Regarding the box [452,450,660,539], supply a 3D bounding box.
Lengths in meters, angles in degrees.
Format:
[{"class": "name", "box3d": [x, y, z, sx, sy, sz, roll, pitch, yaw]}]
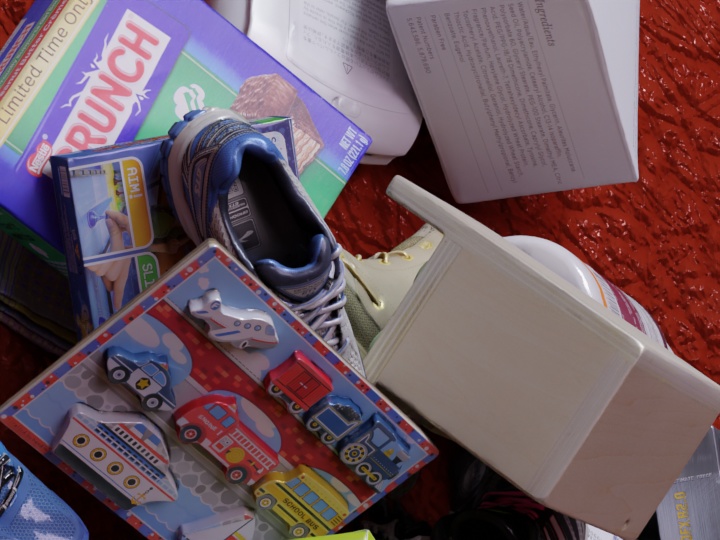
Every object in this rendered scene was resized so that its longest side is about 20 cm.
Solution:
[{"class": "box", "box3d": [0.150, 0.209, 1.647, 0.199, 0.043, 0.161, 19, 57, -36]}]

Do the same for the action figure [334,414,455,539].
[{"class": "action figure", "box3d": [0.007, 0.154, 1.499, 0.199, 0.102, 0.119, 17, 39, -34]}]

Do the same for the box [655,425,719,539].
[{"class": "box", "box3d": [0.246, 0.197, 1.658, 0.200, 0.048, 0.159, 29, 51, -64]}]

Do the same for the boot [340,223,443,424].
[{"class": "boot", "box3d": [0.000, 0.000, 1.596, 0.200, 0.073, 0.155, 55, 43, -8]}]

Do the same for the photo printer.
[{"class": "photo printer", "box3d": [-0.030, -0.172, 1.661, 0.166, 0.069, 0.201, 23, 55, -36]}]

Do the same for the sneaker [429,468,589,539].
[{"class": "sneaker", "box3d": [0.085, 0.158, 1.462, 0.200, 0.073, 0.088, -66, 151, -48]}]

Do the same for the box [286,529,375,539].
[{"class": "box", "box3d": [-0.087, 0.208, 1.341, 0.048, 0.199, 0.122, 59, 29, -49]}]

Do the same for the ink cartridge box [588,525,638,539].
[{"class": "ink cartridge box", "box3d": [0.133, 0.230, 1.523, 0.109, 0.050, 0.200, 41, 33, -20]}]

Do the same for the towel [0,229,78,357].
[{"class": "towel", "box3d": [-0.212, -0.048, 1.460, 0.200, 0.023, 0.144, 36, 49, -24]}]

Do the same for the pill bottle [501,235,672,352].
[{"class": "pill bottle", "box3d": [0.130, 0.056, 1.607, 0.200, 0.114, 0.115, 32, 44, -61]}]

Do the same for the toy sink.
[{"class": "toy sink", "box3d": [0.084, 0.053, 1.438, 0.200, 0.112, 0.130, 36, 5, 32]}]

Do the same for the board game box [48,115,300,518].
[{"class": "board game box", "box3d": [-0.090, 0.024, 1.396, 0.135, 0.034, 0.201, -11, 99, -23]}]

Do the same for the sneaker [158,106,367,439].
[{"class": "sneaker", "box3d": [-0.044, 0.010, 1.349, 0.077, 0.085, 0.201, -32, 108, -20]}]

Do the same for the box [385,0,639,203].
[{"class": "box", "box3d": [0.108, -0.186, 1.683, 0.200, 0.130, 0.200, 67, 22, -47]}]

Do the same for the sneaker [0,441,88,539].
[{"class": "sneaker", "box3d": [-0.221, 0.101, 1.322, 0.200, 0.089, 0.079, 37, 49, -23]}]

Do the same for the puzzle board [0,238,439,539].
[{"class": "puzzle board", "box3d": [-0.072, 0.088, 1.346, 0.200, 0.151, 0.017, 44, 14, -34]}]

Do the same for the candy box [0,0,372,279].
[{"class": "candy box", "box3d": [-0.120, -0.067, 1.441, 0.200, 0.077, 0.169, 37, 75, -20]}]
